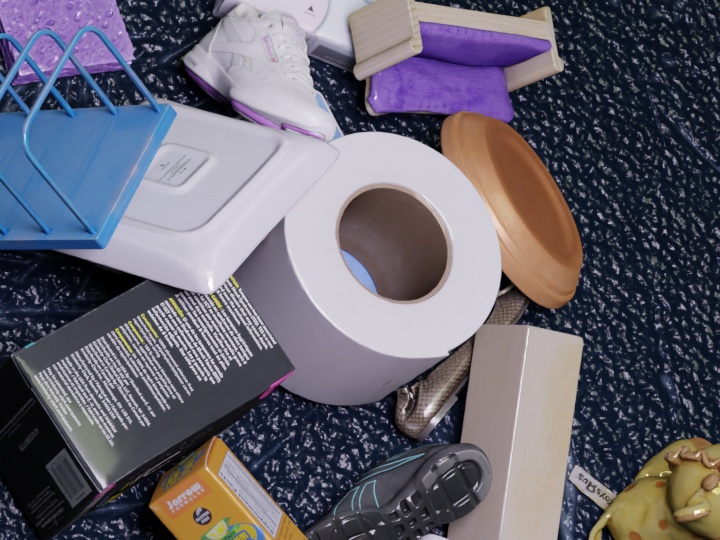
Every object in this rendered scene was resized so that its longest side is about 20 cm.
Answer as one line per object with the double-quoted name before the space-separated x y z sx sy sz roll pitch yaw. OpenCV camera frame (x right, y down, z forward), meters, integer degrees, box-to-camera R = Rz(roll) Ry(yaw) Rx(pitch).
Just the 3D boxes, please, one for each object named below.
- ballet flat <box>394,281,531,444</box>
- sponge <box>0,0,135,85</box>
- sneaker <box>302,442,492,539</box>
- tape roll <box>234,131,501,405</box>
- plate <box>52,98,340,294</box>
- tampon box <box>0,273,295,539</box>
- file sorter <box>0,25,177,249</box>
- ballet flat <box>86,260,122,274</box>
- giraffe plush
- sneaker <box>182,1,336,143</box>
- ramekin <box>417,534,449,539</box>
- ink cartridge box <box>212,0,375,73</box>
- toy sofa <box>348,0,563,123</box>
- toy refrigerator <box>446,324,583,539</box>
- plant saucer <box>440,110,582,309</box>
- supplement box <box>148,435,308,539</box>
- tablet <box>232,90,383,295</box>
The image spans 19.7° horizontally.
"ballet flat" 0.091 0.071 1.840 0.046 0.067 0.200 38 62 4
"sponge" -0.280 -0.261 1.806 0.111 0.030 0.200 -14 77 -31
"sneaker" 0.017 0.208 1.742 0.200 0.079 0.076 -29 109 -14
"tape roll" 0.000 0.000 1.759 0.202 0.139 0.203 10 66 -24
"plate" -0.149 -0.072 1.666 0.200 0.032 0.200 16 46 28
"tampon box" -0.183 0.097 1.634 0.200 0.150 0.126 -30 84 -33
"file sorter" -0.276 -0.107 1.623 0.123 0.200 0.139 54 48 -39
"ballet flat" -0.175 -0.025 1.706 0.200 0.071 0.065 9 76 18
"giraffe plush" 0.306 0.207 1.829 0.200 0.162 0.173 25 61 -16
"sneaker" -0.077 -0.173 1.776 0.100 0.200 0.075 -52 136 0
"ramekin" 0.053 0.307 1.642 0.098 0.201 0.201 28 59 0
"ink cartridge box" -0.041 -0.297 1.933 0.162 0.057 0.200 20 66 -18
"toy sofa" 0.091 -0.195 1.904 0.200 0.083 0.098 2 75 -42
"toy refrigerator" 0.135 0.151 1.780 0.070 0.076 0.200 13 82 -33
"plant saucer" 0.143 -0.061 1.870 0.200 0.037 0.200 46 26 -30
"supplement box" -0.079 0.232 1.653 0.200 0.067 0.069 50 16 -8
"tablet" -0.044 -0.058 1.851 0.130 0.014 0.200 -23 82 -32
